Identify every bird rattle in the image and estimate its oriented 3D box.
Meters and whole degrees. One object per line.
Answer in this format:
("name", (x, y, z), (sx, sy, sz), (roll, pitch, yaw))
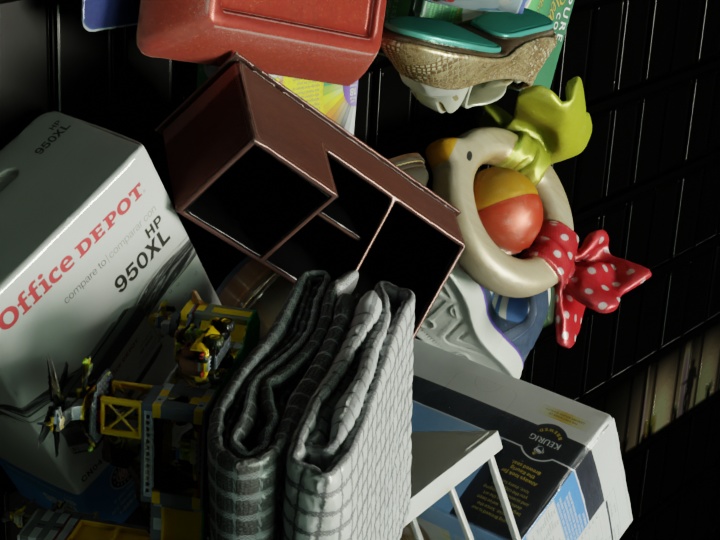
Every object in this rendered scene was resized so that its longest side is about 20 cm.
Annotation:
("bird rattle", (0.116, -0.037, 1.229), (0.163, 0.113, 0.200), (-8, 87, -42))

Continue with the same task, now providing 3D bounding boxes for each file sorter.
("file sorter", (-0.005, 0.192, 1.116), (0.139, 0.200, 0.125), (-32, 108, -43))

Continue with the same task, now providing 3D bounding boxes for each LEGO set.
("LEGO set", (-0.128, 0.108, 0.901), (0.154, 0.116, 0.200), (-69, 164, -58))

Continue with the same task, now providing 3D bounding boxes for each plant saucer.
("plant saucer", (-0.038, -0.214, 0.971), (0.200, 0.037, 0.200), (0, 99, -53))

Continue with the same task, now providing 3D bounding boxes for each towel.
("towel", (-0.028, 0.110, 0.898), (0.200, 0.086, 0.166), (-66, 160, -58))

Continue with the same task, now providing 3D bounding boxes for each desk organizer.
("desk organizer", (-0.022, -0.035, 0.990), (0.072, 0.077, 0.200), (-40, 130, 22))

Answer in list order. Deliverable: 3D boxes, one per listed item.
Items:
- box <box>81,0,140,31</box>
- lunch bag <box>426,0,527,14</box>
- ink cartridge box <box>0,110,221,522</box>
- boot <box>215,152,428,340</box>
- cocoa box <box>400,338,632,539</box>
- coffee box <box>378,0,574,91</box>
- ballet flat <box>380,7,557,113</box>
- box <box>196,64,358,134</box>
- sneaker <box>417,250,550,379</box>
("box", (-0.120, -0.239, 0.924), (0.121, 0.032, 0.200), (-20, 119, -48))
("lunch bag", (0.069, -0.245, 1.022), (0.200, 0.082, 0.161), (-102, -159, -75))
("ink cartridge box", (-0.162, 0.033, 0.952), (0.145, 0.084, 0.200), (-49, 140, -26))
("boot", (0.000, 0.000, 1.133), (0.200, 0.097, 0.075), (-38, 165, -32))
("cocoa box", (0.081, 0.160, 1.246), (0.131, 0.200, 0.133), (-49, 140, -28))
("coffee box", (0.089, -0.200, 1.221), (0.200, 0.044, 0.123), (1, 105, -54))
("ballet flat", (0.072, -0.139, 1.126), (0.200, 0.070, 0.065), (-14, 127, -52))
("box", (-0.049, -0.144, 1.057), (0.117, 0.048, 0.200), (-16, 116, -50))
("sneaker", (0.086, -0.015, 1.293), (0.200, 0.081, 0.147), (52, 47, -38))
